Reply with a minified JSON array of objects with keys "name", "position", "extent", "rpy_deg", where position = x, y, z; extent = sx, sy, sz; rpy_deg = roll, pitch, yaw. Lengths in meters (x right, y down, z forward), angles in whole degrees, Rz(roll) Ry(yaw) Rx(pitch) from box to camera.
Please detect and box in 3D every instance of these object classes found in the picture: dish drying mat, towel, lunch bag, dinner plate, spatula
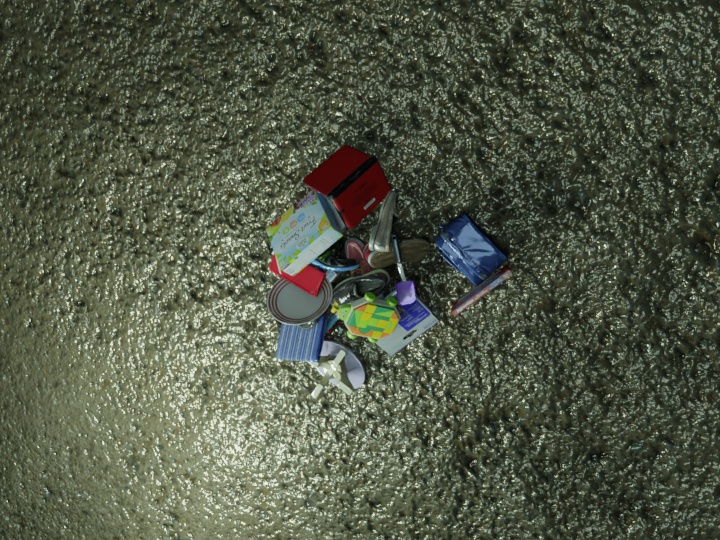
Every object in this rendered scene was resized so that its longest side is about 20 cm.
[{"name":"dish drying mat","position":[-0.192,0.004,1.540],"extent":[0.198,0.018,0.078],"rpy_deg":[28,98,29]},{"name":"towel","position":[-0.183,0.208,1.605],"extent":[0.198,0.024,0.147],"rpy_deg":[-4,69,42]},{"name":"lunch bag","position":[0.298,-0.062,1.453],"extent":[0.200,0.136,0.132],"rpy_deg":[45,106,3]},{"name":"dinner plate","position":[-0.178,0.081,1.525],"extent":[0.197,0.202,0.024],"rpy_deg":[5,140,12]},{"name":"spatula","position":[0.114,-0.005,1.449],"extent":[0.056,0.021,0.203],"rpy_deg":[-10,100,16]}]

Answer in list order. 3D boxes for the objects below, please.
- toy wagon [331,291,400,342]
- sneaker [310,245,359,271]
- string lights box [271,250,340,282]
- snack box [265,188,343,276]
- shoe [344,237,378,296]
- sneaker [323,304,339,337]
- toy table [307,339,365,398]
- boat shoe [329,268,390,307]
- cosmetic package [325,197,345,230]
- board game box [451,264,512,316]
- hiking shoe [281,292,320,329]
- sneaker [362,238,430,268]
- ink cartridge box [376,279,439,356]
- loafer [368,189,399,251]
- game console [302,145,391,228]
[{"name":"toy wagon","position":[0.012,0.134,1.475],"extent":[0.197,0.040,0.157],"rpy_deg":[13,123,-20]},{"name":"sneaker","position":[-0.097,-0.048,1.525],"extent":[0.197,0.071,0.084],"rpy_deg":[19,97,16]},{"name":"string lights box","position":[-0.168,-0.024,1.612],"extent":[0.200,0.059,0.103],"rpy_deg":[43,103,3]},{"name":"snack box","position":[-0.166,-0.111,1.499],"extent":[0.199,0.067,0.170],"rpy_deg":[-38,54,17]},{"name":"shoe","position":[0.000,0.000,1.560],"extent":[0.070,0.091,0.203],"rpy_deg":[-20,95,16]},{"name":"sneaker","position":[-0.099,0.127,1.613],"extent":[0.095,0.079,0.201],"rpy_deg":[42,106,5]},{"name":"toy table","position":[-0.082,0.308,1.621],"extent":[0.198,0.117,0.186],"rpy_deg":[25,104,9]},{"name":"boat shoe","position":[-0.009,0.056,1.490],"extent":[0.197,0.065,0.073],"rpy_deg":[-22,99,17]},{"name":"cosmetic package","position":[-0.108,-0.173,1.576],"extent":[0.151,0.052,0.200],"rpy_deg":[42,106,2]},{"name":"board game box","position":[0.346,0.055,1.480],"extent":[0.199,0.103,0.020],"rpy_deg":[-39,89,16]},{"name":"hiking shoe","position":[-0.201,0.116,1.575],"extent":[0.199,0.100,0.076],"rpy_deg":[21,76,50]},{"name":"sneaker","position":[0.101,-0.068,1.538],"extent":[0.197,0.113,0.072],"rpy_deg":[-12,118,-17]},{"name":"ink cartridge box","position":[0.106,0.146,1.559],"extent":[0.197,0.044,0.200],"rpy_deg":[-38,124,14]},{"name":"loafer","position":[0.083,-0.139,1.489],"extent":[0.062,0.072,0.202],"rpy_deg":[14,66,17]},{"name":"game console","position":[-0.036,-0.245,1.503],"extent":[0.118,0.200,0.174],"rpy_deg":[8,136,52]}]
